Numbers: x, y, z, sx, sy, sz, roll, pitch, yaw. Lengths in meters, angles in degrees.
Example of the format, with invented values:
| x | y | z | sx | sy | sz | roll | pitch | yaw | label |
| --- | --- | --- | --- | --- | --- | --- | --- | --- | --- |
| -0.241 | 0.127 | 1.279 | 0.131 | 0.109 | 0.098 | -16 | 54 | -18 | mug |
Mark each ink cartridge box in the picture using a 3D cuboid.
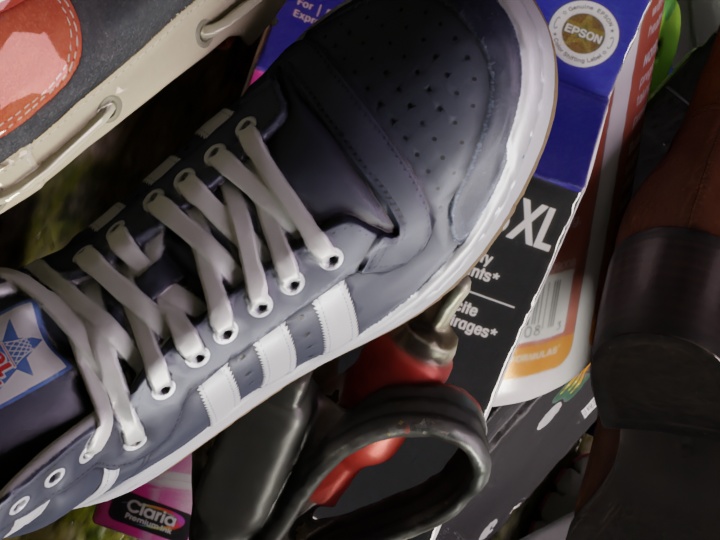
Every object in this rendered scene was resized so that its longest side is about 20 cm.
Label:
| x | y | z | sx | sy | sz | roll | pitch | yaw | label |
| --- | --- | --- | --- | --- | --- | --- | --- | --- | --- |
| 0.000 | 0.000 | 0.776 | 0.037 | 0.094 | 0.201 | -75 | -174 | -64 | ink cartridge box |

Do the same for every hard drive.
| x | y | z | sx | sy | sz | roll | pitch | yaw | label |
| --- | --- | --- | --- | --- | --- | --- | --- | --- | --- |
| 0.074 | 0.017 | 0.995 | 0.200 | 0.038 | 0.140 | -48 | 164 | -3 | hard drive |

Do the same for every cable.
| x | y | z | sx | sy | sz | roll | pitch | yaw | label |
| --- | --- | --- | --- | --- | --- | --- | --- | --- | --- |
| -0.028 | 0.067 | 0.780 | 0.050 | 0.097 | 0.201 | -72 | -174 | -53 | cable |

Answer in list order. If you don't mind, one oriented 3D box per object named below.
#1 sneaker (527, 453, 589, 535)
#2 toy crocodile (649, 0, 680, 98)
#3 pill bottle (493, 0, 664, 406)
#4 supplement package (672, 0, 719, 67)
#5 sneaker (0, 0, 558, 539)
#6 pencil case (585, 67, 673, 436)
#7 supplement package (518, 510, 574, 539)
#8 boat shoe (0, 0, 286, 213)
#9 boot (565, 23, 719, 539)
| x | y | z | sx | sy | sz | roll | pitch | yaw | label |
| --- | --- | --- | --- | --- | --- | --- | --- | --- | --- |
| 0.092 | 0.174 | 1.192 | 0.201 | 0.088 | 0.081 | -60 | 156 | -23 | sneaker |
| 0.065 | -0.099 | 0.929 | 0.062 | 0.067 | 0.201 | -53 | 155 | -32 | toy crocodile |
| 0.031 | -0.071 | 0.818 | 0.112 | 0.112 | 0.201 | -38 | 141 | -53 | pill bottle |
| 0.173 | -0.193 | 1.000 | 0.201 | 0.146 | 0.192 | -58 | 155 | -26 | supplement package |
| -0.046 | 0.002 | 0.667 | 0.200 | 0.070 | 0.108 | -40 | 166 | 28 | sneaker |
| 0.127 | -0.019 | 1.130 | 0.087 | 0.078 | 0.201 | -22 | 128 | -53 | pencil case |
| 0.139 | 0.143 | 1.106 | 0.199 | 0.117 | 0.118 | -23 | 157 | -23 | supplement package |
| -0.045 | -0.079 | 0.682 | 0.200 | 0.071 | 0.063 | -39 | 128 | -42 | boat shoe |
| 0.114 | -0.008 | 0.881 | 0.189 | 0.068 | 0.201 | 72 | 30 | -49 | boot |
